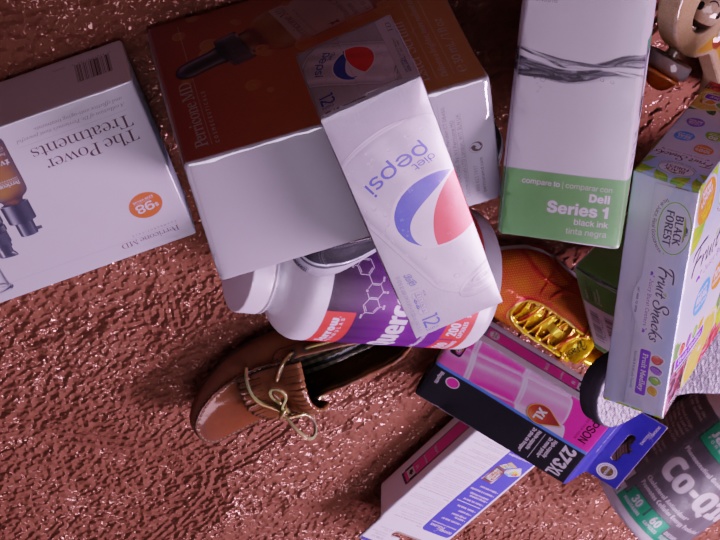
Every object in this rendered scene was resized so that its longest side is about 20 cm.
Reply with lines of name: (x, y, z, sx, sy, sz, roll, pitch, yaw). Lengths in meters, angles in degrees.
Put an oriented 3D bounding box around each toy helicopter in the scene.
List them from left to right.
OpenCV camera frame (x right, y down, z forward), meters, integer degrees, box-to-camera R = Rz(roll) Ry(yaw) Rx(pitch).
toy helicopter: (0.253, -0.168, 1.087, 0.132, 0.079, 0.200, -52, 151, -7)

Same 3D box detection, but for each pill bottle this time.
pill bottle: (0.000, 0.000, 1.137, 0.199, 0.113, 0.113, 4, 131, -24)
pill bottle: (0.336, 0.171, 1.427, 0.200, 0.113, 0.113, -43, 132, 20)

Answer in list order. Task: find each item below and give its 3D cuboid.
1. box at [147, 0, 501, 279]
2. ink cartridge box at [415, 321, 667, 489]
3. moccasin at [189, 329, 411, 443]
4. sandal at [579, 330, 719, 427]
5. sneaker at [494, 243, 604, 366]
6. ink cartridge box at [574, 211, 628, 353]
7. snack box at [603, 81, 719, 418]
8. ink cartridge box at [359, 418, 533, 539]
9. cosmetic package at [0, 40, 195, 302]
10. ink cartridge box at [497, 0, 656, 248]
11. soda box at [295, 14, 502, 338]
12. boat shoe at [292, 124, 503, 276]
box: (-0.025, -0.106, 0.998, 0.199, 0.153, 0.107, -17, 136, -5)
ink cartridge box: (0.154, 0.120, 1.285, 0.199, 0.037, 0.095, 29, 131, 0)
moccasin: (-0.049, 0.090, 1.229, 0.201, 0.078, 0.074, -24, 136, 3)
sandal: (0.249, 0.066, 1.192, 0.199, 0.043, 0.076, -12, 116, -33)
sneaker: (0.163, 0.034, 1.258, 0.199, 0.077, 0.073, 20, 124, -33)
ink cartridge box: (0.266, -0.022, 1.229, 0.200, 0.059, 0.104, -44, 140, -20)
snack box: (0.233, -0.014, 1.072, 0.142, 0.053, 0.201, -45, 146, -45)
ink cartridge box: (0.092, 0.192, 1.401, 0.095, 0.037, 0.200, 27, 116, -38)
cosmetic package: (-0.232, -0.058, 1.041, 0.199, 0.052, 0.151, -20, 139, -1)
ink cartridge box: (0.147, -0.134, 0.986, 0.084, 0.146, 0.201, 8, 110, 9)
soda box: (0.027, -0.052, 0.911, 0.063, 0.068, 0.200, -23, 134, 1)
boat shoe: (0.034, -0.061, 1.073, 0.200, 0.069, 0.057, -35, 172, -28)
